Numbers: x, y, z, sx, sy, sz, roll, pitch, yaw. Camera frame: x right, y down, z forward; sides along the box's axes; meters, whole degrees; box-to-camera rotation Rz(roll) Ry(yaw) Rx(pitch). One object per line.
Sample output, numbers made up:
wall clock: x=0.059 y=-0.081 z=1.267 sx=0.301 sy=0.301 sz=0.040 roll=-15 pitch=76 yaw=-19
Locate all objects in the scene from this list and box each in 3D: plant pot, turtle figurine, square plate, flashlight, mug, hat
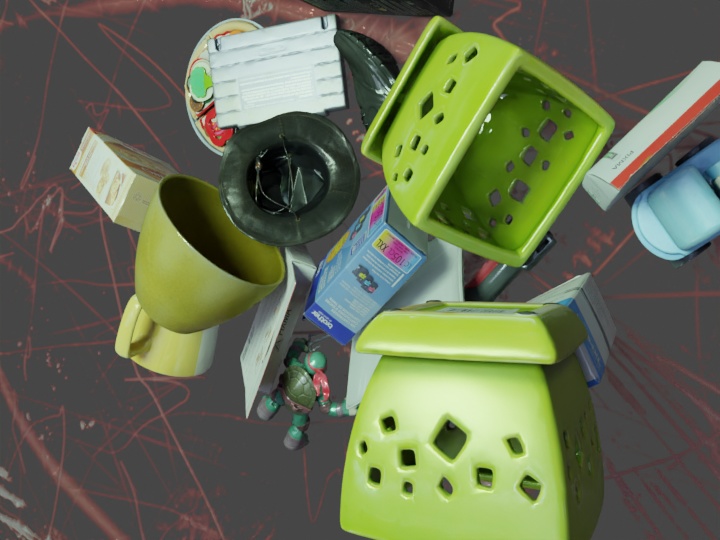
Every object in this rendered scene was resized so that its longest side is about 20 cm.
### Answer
plant pot: x=0.105 y=0.124 z=0.616 sx=0.195 sy=0.198 sz=0.188 roll=-1 pitch=91 yaw=27
turtle figurine: x=-0.077 y=0.166 z=1.003 sx=0.151 sy=0.099 sz=0.202 roll=56 pitch=129 yaw=27
square plate: x=0.062 y=0.059 z=0.880 sx=0.028 sy=0.202 sz=0.198 roll=35 pitch=128 yaw=-26
flashlight: x=0.154 y=0.009 z=0.881 sx=0.067 sy=0.068 sz=0.201 roll=36 pitch=110 yaw=-10
plant pot: x=0.128 y=-0.151 z=0.785 sx=0.203 sy=0.196 sz=0.182 roll=-58 pitch=43 yaw=17
mug: x=-0.273 y=0.063 z=1.049 sx=0.146 sy=0.187 sz=0.157 roll=18 pitch=107 yaw=-14
plant pot: x=-0.217 y=-0.004 z=0.914 sx=0.142 sy=0.199 sz=0.201 roll=-46 pitch=75 yaw=19
hat: x=-0.098 y=-0.117 z=0.970 sx=0.194 sy=0.081 sz=0.207 roll=1 pitch=76 yaw=-5

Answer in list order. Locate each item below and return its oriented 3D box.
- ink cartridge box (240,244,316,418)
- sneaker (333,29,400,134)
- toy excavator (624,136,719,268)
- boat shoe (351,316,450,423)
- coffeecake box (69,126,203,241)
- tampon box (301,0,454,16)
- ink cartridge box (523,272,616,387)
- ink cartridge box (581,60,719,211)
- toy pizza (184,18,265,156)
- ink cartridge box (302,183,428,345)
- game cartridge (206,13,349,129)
ink cartridge box: x=-0.115 y=0.080 z=0.972 sx=0.044 sy=0.177 sz=0.205 roll=16 pitch=106 yaw=-18
sneaker: x=0.022 y=-0.233 z=0.914 sx=0.091 sy=0.075 sz=0.201 roll=-46 pitch=74 yaw=28
toy excavator: x=0.355 y=-0.082 z=0.680 sx=0.193 sy=0.199 sz=0.101 roll=-38 pitch=80 yaw=26
boat shoe: x=0.050 y=0.136 z=0.950 sx=0.199 sy=0.060 sz=0.076 roll=43 pitch=114 yaw=17
coffeecake box: x=-0.317 y=-0.118 z=1.023 sx=0.199 sy=0.152 sz=0.074 roll=37 pitch=100 yaw=42
tampon box: x=0.015 y=-0.408 z=0.863 sx=0.195 sy=0.125 sz=0.155 roll=14 pitch=102 yaw=26
ink cartridge box: x=0.201 y=0.085 z=0.785 sx=0.144 sy=0.199 sz=0.086 roll=-30 pitch=86 yaw=27
ink cartridge box: x=0.297 y=-0.142 z=0.685 sx=0.161 sy=0.200 sz=0.050 roll=-44 pitch=76 yaw=8
toy pizza: x=-0.194 y=-0.274 z=1.046 sx=0.195 sy=0.031 sz=0.207 roll=4 pitch=98 yaw=28
ink cartridge box: x=0.000 y=0.000 z=0.909 sx=0.076 sy=0.137 sz=0.201 roll=35 pitch=116 yaw=-13
game cartridge: x=-0.116 y=-0.275 z=0.981 sx=0.194 sy=0.038 sz=0.134 roll=-6 pitch=98 yaw=13
